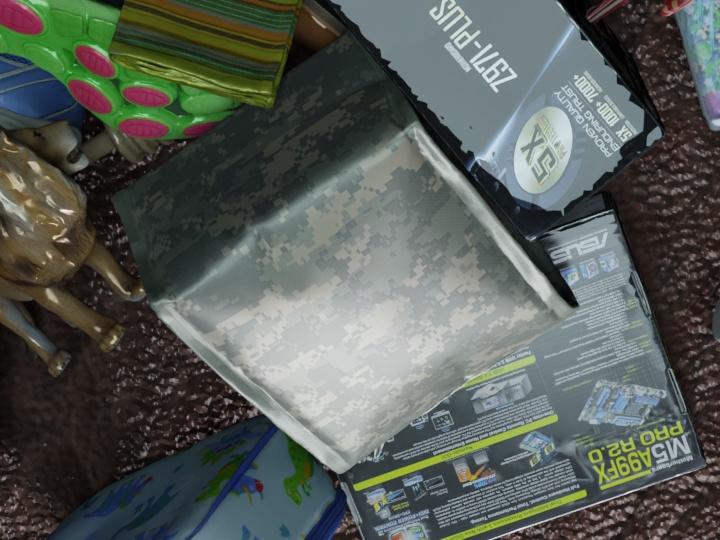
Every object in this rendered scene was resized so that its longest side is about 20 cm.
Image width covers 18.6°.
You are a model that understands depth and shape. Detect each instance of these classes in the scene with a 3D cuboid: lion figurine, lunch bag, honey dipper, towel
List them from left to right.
[{"bbox_3d":[-0.181,-0.007,1.160,0.122,0.073,0.200,39,149,-14],"label":"lion figurine"},{"bbox_3d":[-0.179,-0.051,1.215,0.199,0.038,0.038,-27,104,13],"label":"honey dipper"},{"bbox_3d":[-0.114,0.167,1.188,0.200,0.161,0.083,-28,102,31],"label":"lunch bag"},{"bbox_3d":[-0.062,-0.180,1.114,0.086,0.018,0.201,15,65,-4],"label":"towel"},{"bbox_3d":[0.000,0.000,1.131,0.164,0.118,0.200,-35,129,8],"label":"lunch bag"}]

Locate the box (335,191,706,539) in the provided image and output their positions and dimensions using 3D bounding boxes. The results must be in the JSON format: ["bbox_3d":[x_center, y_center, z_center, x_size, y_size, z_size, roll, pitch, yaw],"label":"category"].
[{"bbox_3d":[0.074,0.065,1.232,0.199,0.044,0.161,-20,105,8],"label":"box"}]

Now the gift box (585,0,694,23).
[{"bbox_3d":[0.128,-0.232,1.046,0.187,0.200,0.185,43,105,4],"label":"gift box"}]

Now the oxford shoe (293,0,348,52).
[{"bbox_3d":[-0.065,-0.152,1.165,0.200,0.071,0.071,35,110,3],"label":"oxford shoe"}]

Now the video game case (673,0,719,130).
[{"bbox_3d":[0.255,-0.189,1.162,0.199,0.024,0.183,-17,105,6],"label":"video game case"}]

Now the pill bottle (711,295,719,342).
[{"bbox_3d":[0.297,0.048,1.182,0.200,0.113,0.114,32,105,-7],"label":"pill bottle"}]

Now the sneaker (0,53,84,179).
[{"bbox_3d":[-0.241,-0.097,1.190,0.199,0.076,0.077,13,69,5],"label":"sneaker"}]

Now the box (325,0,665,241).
[{"bbox_3d":[0.062,-0.123,1.095,0.086,0.200,0.164,-38,102,12],"label":"box"}]

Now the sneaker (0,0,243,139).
[{"bbox_3d":[-0.145,-0.137,1.144,0.199,0.084,0.077,28,136,-3],"label":"sneaker"}]
